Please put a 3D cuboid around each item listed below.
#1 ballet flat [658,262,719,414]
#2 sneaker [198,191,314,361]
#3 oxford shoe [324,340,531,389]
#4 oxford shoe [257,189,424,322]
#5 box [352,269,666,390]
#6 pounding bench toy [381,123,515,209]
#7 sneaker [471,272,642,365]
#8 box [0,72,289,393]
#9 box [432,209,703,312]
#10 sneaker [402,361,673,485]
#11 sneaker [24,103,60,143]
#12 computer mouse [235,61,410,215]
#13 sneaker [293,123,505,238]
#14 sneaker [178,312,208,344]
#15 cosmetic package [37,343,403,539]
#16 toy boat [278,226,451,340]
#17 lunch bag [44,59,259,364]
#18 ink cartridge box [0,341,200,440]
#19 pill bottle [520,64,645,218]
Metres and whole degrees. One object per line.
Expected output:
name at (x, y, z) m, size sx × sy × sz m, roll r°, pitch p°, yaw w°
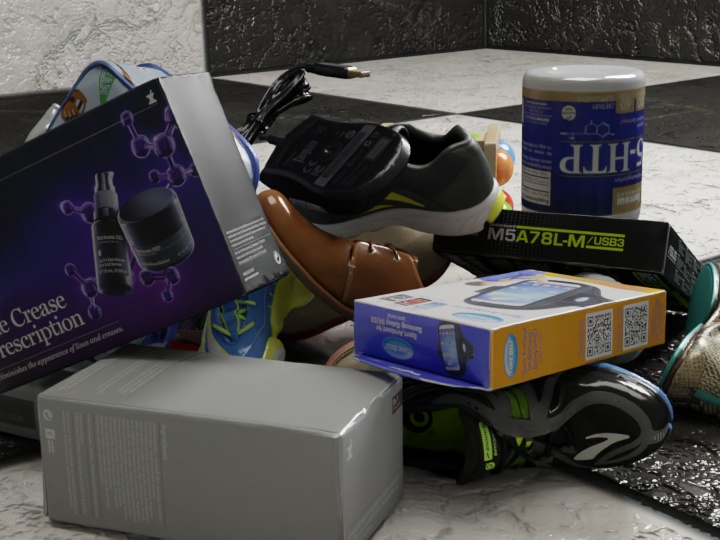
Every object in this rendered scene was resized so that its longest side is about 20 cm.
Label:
ballet flat at (0.276, 0.057, 0.887) m, size 0.075 × 0.069 × 0.200 m, roll 25°, pitch 28°, yaw 12°
sneaker at (-0.096, 0.016, 0.879) m, size 0.075 × 0.106 × 0.201 m, roll -12°, pitch 32°, yaw 30°
oxford shoe at (0.073, 0.076, 0.806) m, size 0.197 × 0.071 × 0.075 m, roll -4°, pitch 18°, yaw -7°
oxford shoe at (0.000, 0.000, 0.861) m, size 0.200 × 0.071 × 0.071 m, roll 40°, pitch 9°, yaw -16°
box at (0.089, 0.034, 0.743) m, size 0.198 × 0.042 × 0.118 m, roll -6°, pitch 11°, yaw -42°
pounding bench toy at (0.088, -0.081, 1.261) m, size 0.154 × 0.126 × 0.200 m, roll 1°, pitch 16°, yaw 9°
sneaker at (0.134, 0.048, 0.920) m, size 0.081 × 0.076 × 0.199 m, roll -21°, pitch 13°, yaw -36°
box at (-0.167, -0.023, 0.756) m, size 0.198 × 0.143 × 0.079 m, roll -22°, pitch 1°, yaw 21°
box at (0.183, -0.008, 0.997) m, size 0.191 × 0.048 × 0.200 m, roll 4°, pitch -10°, yaw 26°
sneaker at (0.092, 0.103, 0.726) m, size 0.197 × 0.072 × 0.083 m, roll -2°, pitch 21°, yaw 15°
sneaker at (-0.181, -0.068, 0.962) m, size 0.199 × 0.090 × 0.075 m, roll 26°, pitch -9°, yaw -37°
computer mouse at (-0.019, -0.100, 0.899) m, size 0.198 × 0.046 × 0.141 m, roll 13°, pitch 56°, yaw 42°
sneaker at (0.016, -0.080, 0.935) m, size 0.197 × 0.085 × 0.075 m, roll 0°, pitch 39°, yaw 22°
sneaker at (-0.192, 0.007, 1.005) m, size 0.198 × 0.078 × 0.085 m, roll 7°, pitch -16°, yaw 37°
cosmetic package at (-0.080, 0.104, 0.696) m, size 0.197 × 0.092 × 0.107 m, roll 8°, pitch 16°, yaw 22°
toy boat at (-0.016, -0.006, 1.043) m, size 0.198 × 0.131 × 0.131 m, roll -22°, pitch 63°, yaw -10°
lunch bag at (-0.167, -0.035, 0.838) m, size 0.160 × 0.201 × 0.075 m, roll 39°, pitch 21°, yaw 18°
ink cartridge box at (-0.240, 0.065, 0.920) m, size 0.158 × 0.048 × 0.200 m, roll 6°, pitch 19°, yaw 26°
pill bottle at (0.217, -0.095, 1.151) m, size 0.118 × 0.203 × 0.120 m, roll -2°, pitch 15°, yaw 1°
